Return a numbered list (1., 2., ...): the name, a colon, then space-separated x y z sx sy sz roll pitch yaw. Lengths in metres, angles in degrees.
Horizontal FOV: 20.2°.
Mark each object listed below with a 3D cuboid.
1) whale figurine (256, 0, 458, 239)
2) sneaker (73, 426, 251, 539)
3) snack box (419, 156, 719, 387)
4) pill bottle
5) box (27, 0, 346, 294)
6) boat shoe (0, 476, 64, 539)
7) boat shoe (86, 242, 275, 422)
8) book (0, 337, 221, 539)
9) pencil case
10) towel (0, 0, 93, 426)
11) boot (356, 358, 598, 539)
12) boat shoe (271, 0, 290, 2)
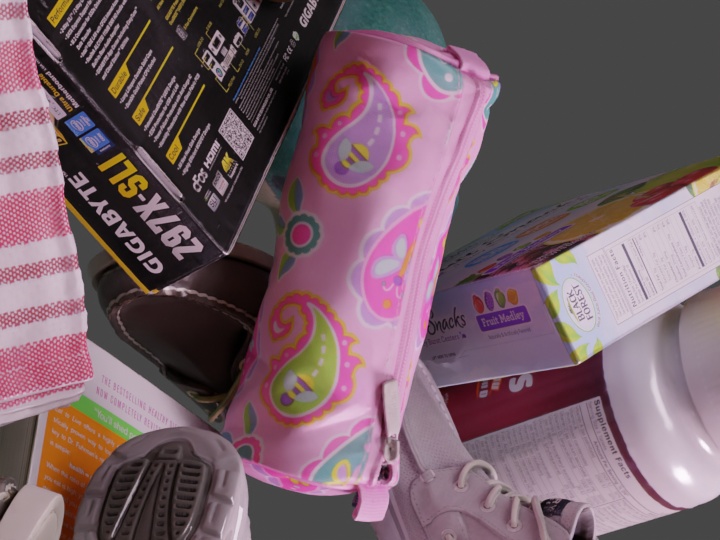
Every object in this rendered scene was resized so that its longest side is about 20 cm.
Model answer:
1. whale figurine: 0.010 -0.068 1.032 0.200 0.103 0.160 53 51 -44
2. sneaker: -0.075 0.161 0.733 0.201 0.078 0.100 -67 148 -34
3. snack box: 0.091 0.005 0.990 0.142 0.200 0.053 -26 95 -28
4. pill bottle: 0.125 0.077 1.036 0.109 0.199 0.110 35 44 -42
5. box: -0.091 -0.113 0.837 0.160 0.049 0.200 48 36 -23
6. boat shoe: -0.170 0.146 0.675 0.060 0.072 0.202 23 52 8
7. boat shoe: -0.048 0.041 0.920 0.200 0.072 0.060 33 42 -51
8. book: -0.103 0.139 0.799 0.133 0.048 0.201 36 45 -42
9. pencil case: 0.000 0.000 0.856 0.087 0.087 0.201 15 88 -53
10. towel: -0.178 -0.035 0.701 0.146 0.030 0.201 -13 98 -24
11. boot: 0.062 0.113 0.897 0.073 0.095 0.201 1 68 -58
12. boat shoe: -0.068 -0.197 0.820 0.200 0.065 0.073 43 40 -29
